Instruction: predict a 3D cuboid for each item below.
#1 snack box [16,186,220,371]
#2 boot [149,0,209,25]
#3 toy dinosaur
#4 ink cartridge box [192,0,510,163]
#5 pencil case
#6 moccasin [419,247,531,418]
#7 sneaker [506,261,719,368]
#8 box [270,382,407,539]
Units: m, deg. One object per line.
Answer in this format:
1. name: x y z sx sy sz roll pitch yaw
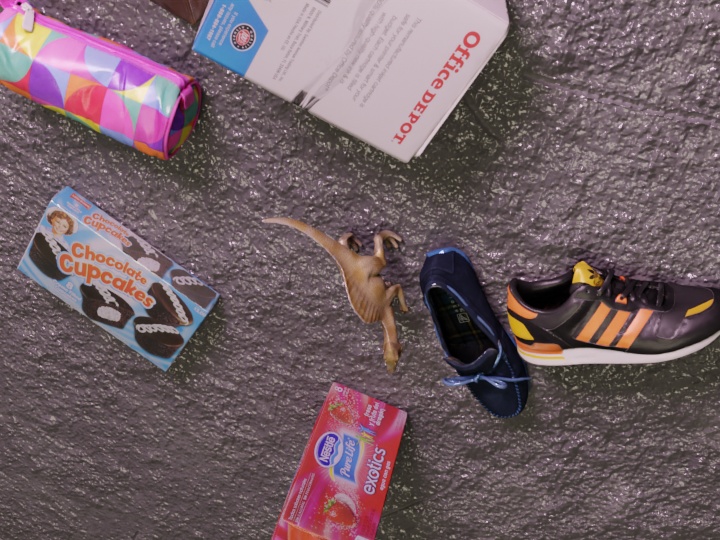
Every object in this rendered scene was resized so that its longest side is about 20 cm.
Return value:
1. snack box: -0.264 0.012 0.956 0.199 0.037 0.116 36 126 -8
2. boot: -0.116 -0.299 0.681 0.184 0.064 0.202 4 122 31
3. toy dinosaur: 0.000 0.000 0.823 0.058 0.101 0.201 -24 113 30
4. ink cartridge box: -0.007 -0.197 0.678 0.198 0.085 0.146 25 128 -18
5. pencil case: -0.244 -0.174 0.797 0.198 0.089 0.089 24 127 -2
6. moccasin: 0.103 0.075 0.862 0.080 0.068 0.201 -21 115 28
7. sneaker: 0.227 0.032 0.792 0.198 0.070 0.091 -10 123 25
8. box: -0.024 0.230 0.926 0.094 0.201 0.100 22 127 0
